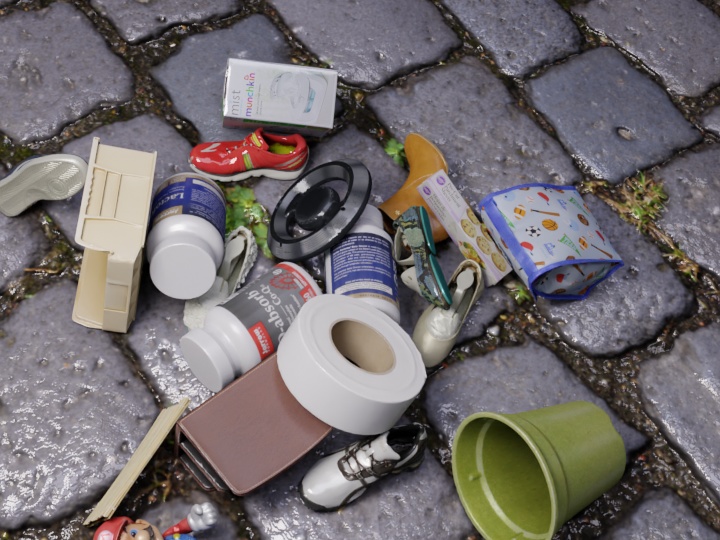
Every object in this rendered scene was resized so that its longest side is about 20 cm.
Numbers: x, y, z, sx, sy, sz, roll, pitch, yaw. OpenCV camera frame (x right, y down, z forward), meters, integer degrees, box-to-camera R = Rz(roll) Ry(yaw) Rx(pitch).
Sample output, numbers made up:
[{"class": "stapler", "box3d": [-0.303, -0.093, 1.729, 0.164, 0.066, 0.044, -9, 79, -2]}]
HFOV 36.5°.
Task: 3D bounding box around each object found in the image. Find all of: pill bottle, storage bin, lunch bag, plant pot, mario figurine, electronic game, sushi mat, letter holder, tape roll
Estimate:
[{"class": "pill bottle", "box3d": [0.000, 0.000, 1.672, 0.110, 0.111, 0.201, 3, 55, -10]}, {"class": "storage bin", "box3d": [-0.357, -0.045, 1.576, 0.093, 0.200, 0.200, 8, 54, -11]}, {"class": "pill bottle", "box3d": [-0.257, -0.051, 1.615, 0.115, 0.116, 0.200, 4, 32, -9]}, {"class": "lunch bag", "box3d": [0.289, -0.045, 1.730, 0.199, 0.124, 0.171, 1, 49, -46]}, {"class": "plant pot", "box3d": [0.258, 0.267, 1.508, 0.183, 0.201, 0.201, -15, 59, -35]}, {"class": "mario figurine", "box3d": [-0.237, 0.358, 1.375, 0.199, 0.107, 0.124, 15, 19, -10]}, {"class": "pill bottle", "box3d": [-0.154, 0.083, 1.580, 0.200, 0.116, 0.116, -36, 69, -30]}, {"class": "electronic game", "box3d": [-0.066, -0.095, 1.702, 0.042, 0.199, 0.201, 46, 45, -34]}, {"class": "sushi mat", "box3d": [-0.295, 0.253, 1.451, 0.012, 0.096, 0.200, 40, 54, -12]}, {"class": "letter holder", "box3d": [-0.134, 0.223, 1.498, 0.200, 0.101, 0.142, -35, 70, -29]}, {"class": "tape roll", "box3d": [-0.011, 0.127, 1.505, 0.201, 0.071, 0.203, 24, 32, -16]}]

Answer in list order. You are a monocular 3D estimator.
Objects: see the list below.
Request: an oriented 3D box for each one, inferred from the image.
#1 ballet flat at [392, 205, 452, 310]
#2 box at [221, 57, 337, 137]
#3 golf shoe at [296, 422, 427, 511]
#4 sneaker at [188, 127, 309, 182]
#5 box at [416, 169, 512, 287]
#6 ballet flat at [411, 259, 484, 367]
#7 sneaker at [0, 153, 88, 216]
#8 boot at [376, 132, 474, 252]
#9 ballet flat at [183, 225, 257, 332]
[{"class": "ballet flat", "box3d": [0.090, -0.011, 1.680, 0.074, 0.075, 0.201, -1, 48, -12]}, {"class": "box", "box3d": [-0.136, -0.280, 1.777, 0.175, 0.200, 0.098, 4, 92, -9]}, {"class": "golf shoe", "box3d": [0.004, 0.259, 1.504, 0.199, 0.095, 0.078, -24, 65, -24]}, {"class": "sneaker", "box3d": [-0.183, -0.200, 1.790, 0.198, 0.085, 0.077, -4, 56, -14]}, {"class": "box", "box3d": [0.167, -0.067, 1.753, 0.041, 0.039, 0.201, -35, 92, -31]}, {"class": "ballet flat", "box3d": [0.137, 0.060, 1.687, 0.069, 0.070, 0.200, 27, 55, 8]}, {"class": "sneaker", "box3d": [-0.474, -0.148, 1.651, 0.199, 0.075, 0.085, -13, 33, 32]}, {"class": "boot", "box3d": [0.084, -0.132, 1.807, 0.143, 0.071, 0.202, -22, 67, -25]}, {"class": "ballet flat", "box3d": [-0.212, 0.011, 1.650, 0.071, 0.072, 0.201, 20, 54, 3]}]
